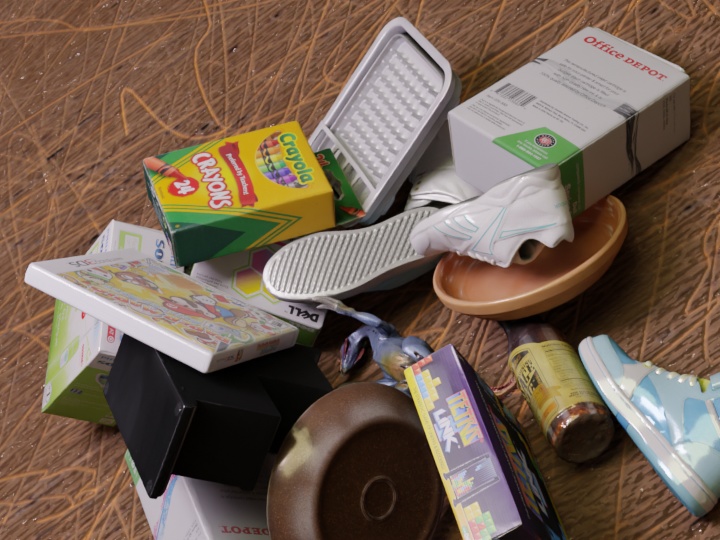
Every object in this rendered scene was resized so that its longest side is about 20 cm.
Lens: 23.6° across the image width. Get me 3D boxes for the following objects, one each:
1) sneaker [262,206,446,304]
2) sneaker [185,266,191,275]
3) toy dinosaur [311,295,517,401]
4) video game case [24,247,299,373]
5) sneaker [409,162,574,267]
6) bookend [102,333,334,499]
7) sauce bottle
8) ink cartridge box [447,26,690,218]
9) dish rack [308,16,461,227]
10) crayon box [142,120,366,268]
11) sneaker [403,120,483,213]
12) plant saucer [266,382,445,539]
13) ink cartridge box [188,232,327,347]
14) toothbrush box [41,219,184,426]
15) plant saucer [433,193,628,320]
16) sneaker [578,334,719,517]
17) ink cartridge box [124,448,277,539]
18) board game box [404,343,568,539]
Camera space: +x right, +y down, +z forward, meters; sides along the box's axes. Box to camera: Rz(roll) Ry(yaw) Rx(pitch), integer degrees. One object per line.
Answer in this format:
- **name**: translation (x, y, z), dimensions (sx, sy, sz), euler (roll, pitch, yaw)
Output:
- **sneaker**: translation (0.000, 0.000, 1.736), dimensions (0.199, 0.082, 0.074), euler (-14, 64, -7)
- **sneaker**: translation (-0.211, 0.046, 1.862), dimensions (0.071, 0.080, 0.201), euler (5, 62, 33)
- **toy dinosaur**: translation (0.037, 0.099, 1.682), dimensions (0.182, 0.199, 0.106), euler (-95, 21, -74)
- **video game case**: translation (-0.178, 0.032, 1.579), dimensions (0.199, 0.182, 0.023), euler (25, 104, 19)
- **sneaker**: translation (0.120, -0.035, 1.621), dimensions (0.070, 0.081, 0.200), euler (-23, 1, -40)
- **bookend**: translation (-0.109, 0.133, 1.553), dimensions (0.093, 0.199, 0.199), euler (-68, 28, 16)
- **sauce bottle**: translation (0.175, 0.094, 1.612), dimensions (0.066, 0.066, 0.200), euler (-33, 38, 6)
- **ink cartridge box**: translation (0.209, -0.143, 1.702), dimensions (0.200, 0.084, 0.146), euler (-32, 45, -24)
- **dish rack**: translation (0.027, -0.149, 1.786), dimensions (0.200, 0.043, 0.172), euler (-56, 34, 15)
- **crayon box**: translation (-0.107, -0.083, 1.731), dimensions (0.199, 0.051, 0.127), euler (-15, 42, -12)
- **sneaker**: translation (0.063, -0.104, 1.797), dimensions (0.199, 0.074, 0.116), euler (17, 52, 37)
- **plant saucer**: translation (0.007, 0.202, 1.542), dimensions (0.037, 0.200, 0.201), euler (7, 61, 53)
- **ink cartridge box**: translation (-0.113, 0.049, 1.759), dimensions (0.147, 0.076, 0.201), euler (19, 64, -6)
- **toothbrush box**: translation (-0.255, 0.058, 1.775), dimensions (0.200, 0.086, 0.146), euler (-38, 44, 55)
- **plant saucer**: translation (0.167, -0.010, 1.664), dimensions (0.199, 0.038, 0.200), euler (-22, 24, 10)
- **sneaker**: translation (0.290, 0.108, 1.527), dimensions (0.130, 0.080, 0.200), euler (-38, 57, 5)
- **ink cartridge box**: translation (-0.122, 0.222, 1.627), dimensions (0.088, 0.145, 0.200), euler (-61, 38, 26)
- **board game box**: translation (0.120, 0.187, 1.511), dimensions (0.057, 0.165, 0.201), euler (-28, 49, 10)
